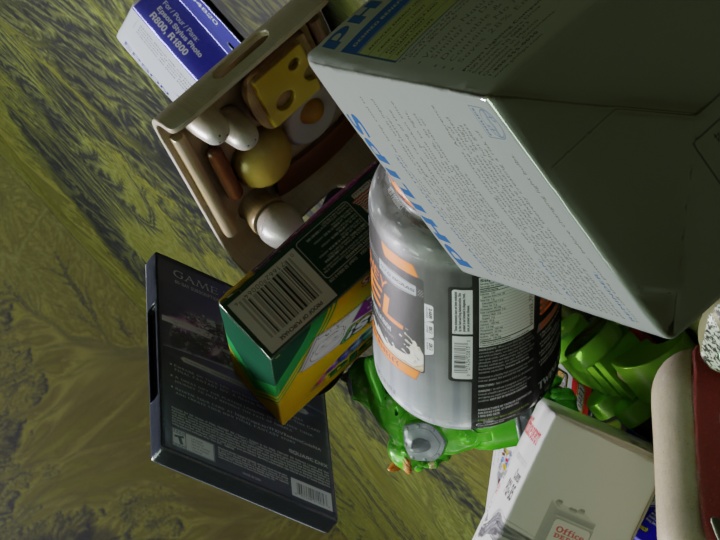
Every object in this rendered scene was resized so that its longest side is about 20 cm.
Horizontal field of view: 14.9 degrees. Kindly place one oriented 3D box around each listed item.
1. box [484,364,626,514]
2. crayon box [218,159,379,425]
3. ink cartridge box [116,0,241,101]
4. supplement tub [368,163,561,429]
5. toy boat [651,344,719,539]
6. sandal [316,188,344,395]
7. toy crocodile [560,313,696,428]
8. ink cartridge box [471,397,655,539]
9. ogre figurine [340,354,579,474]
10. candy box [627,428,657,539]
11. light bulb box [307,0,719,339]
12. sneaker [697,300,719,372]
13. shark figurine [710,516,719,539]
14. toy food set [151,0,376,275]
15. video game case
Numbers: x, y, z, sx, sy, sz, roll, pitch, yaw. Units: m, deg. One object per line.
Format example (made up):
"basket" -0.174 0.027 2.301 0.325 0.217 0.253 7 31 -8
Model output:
"box" 0.138 0.151 1.971 0.110 0.035 0.201 34 123 51
"crayon box" 0.000 0.000 1.848 0.058 0.200 0.173 46 169 14
"ink cartridge box" -0.111 -0.141 2.200 0.200 0.041 0.200 48 169 -3
"supplement tub" 0.066 -0.007 1.708 0.122 0.122 0.201 40 149 33
"toy boat" 0.245 0.140 1.628 0.131 0.130 0.201 63 -157 -55
"sandal" -0.008 -0.002 1.964 0.075 0.201 0.048 17 148 7
"toy crocodile" 0.168 0.057 1.805 0.068 0.062 0.200 48 174 -7
"ink cartridge box" 0.114 0.189 1.764 0.082 0.201 0.147 25 -179 -1
"ogre figurine" 0.063 0.082 1.915 0.200 0.119 0.099 -123 23 -45
"candy box" 0.237 0.217 2.025 0.169 0.077 0.200 33 160 51
"light bulb box" 0.114 -0.093 1.100 0.125 0.198 0.200 53 169 -19
"sneaker" 0.220 0.059 1.507 0.077 0.089 0.200 49 169 -12
"shark figurine" 0.304 0.140 1.446 0.128 0.213 0.090 4 -102 -64
"toy food set" -0.049 -0.088 1.880 0.060 0.143 0.200 40 167 33
"video game case" -0.085 0.083 1.921 0.142 0.019 0.201 25 -147 -25
